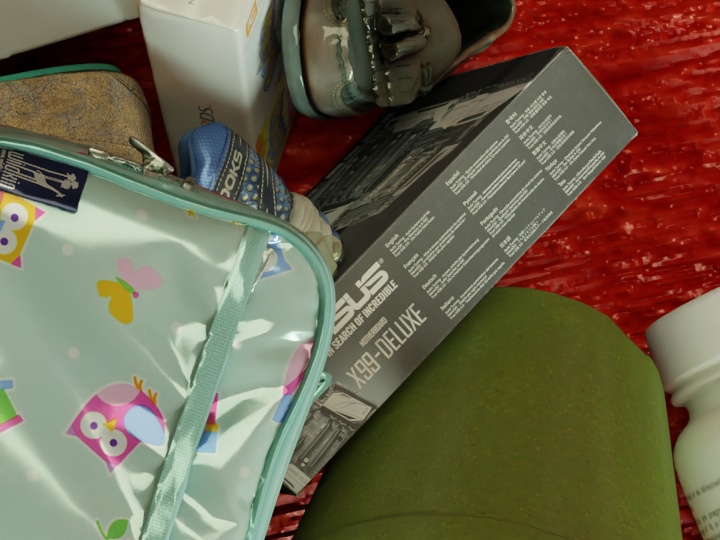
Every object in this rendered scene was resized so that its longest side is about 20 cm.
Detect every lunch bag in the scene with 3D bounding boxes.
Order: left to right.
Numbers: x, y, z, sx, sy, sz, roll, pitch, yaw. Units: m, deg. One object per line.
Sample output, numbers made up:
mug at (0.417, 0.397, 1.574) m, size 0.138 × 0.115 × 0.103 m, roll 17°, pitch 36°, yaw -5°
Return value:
lunch bag at (-0.098, 0.054, 0.692) m, size 0.160 × 0.077 × 0.200 m, roll 18°, pitch 91°, yaw -9°

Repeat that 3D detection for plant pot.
plant pot at (0.049, 0.112, 0.802) m, size 0.200 × 0.200 × 0.190 m, roll 15°, pitch 45°, yaw -2°

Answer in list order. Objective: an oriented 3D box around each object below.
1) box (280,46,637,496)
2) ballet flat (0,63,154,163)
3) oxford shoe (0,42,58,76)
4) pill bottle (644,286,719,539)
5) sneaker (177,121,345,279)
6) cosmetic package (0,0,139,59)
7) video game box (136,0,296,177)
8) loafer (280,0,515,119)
box at (0.000, 0.000, 0.844) m, size 0.200 × 0.158 × 0.050 m, roll -46°, pitch 104°, yaw -15°
ballet flat at (-0.164, -0.036, 0.773) m, size 0.200 × 0.068 × 0.067 m, roll -10°, pitch 68°, yaw -27°
oxford shoe at (-0.160, -0.126, 0.908) m, size 0.074 × 0.071 × 0.200 m, roll 32°, pitch 73°, yaw 6°
pill bottle at (0.198, 0.100, 0.866) m, size 0.113 × 0.113 × 0.200 m, roll -19°, pitch 77°, yaw -11°
sneaker at (-0.109, 0.018, 0.763) m, size 0.200 × 0.077 × 0.085 m, roll -37°, pitch 105°, yaw -6°
cosmetic package at (-0.163, -0.151, 0.848) m, size 0.150 × 0.052 × 0.200 m, roll -15°, pitch 38°, yaw 4°
video game box at (-0.036, -0.142, 0.857) m, size 0.047 × 0.200 × 0.183 m, roll 18°, pitch 74°, yaw 5°
loafer at (0.019, -0.106, 0.858) m, size 0.063 × 0.200 × 0.072 m, roll -1°, pitch 103°, yaw 13°
